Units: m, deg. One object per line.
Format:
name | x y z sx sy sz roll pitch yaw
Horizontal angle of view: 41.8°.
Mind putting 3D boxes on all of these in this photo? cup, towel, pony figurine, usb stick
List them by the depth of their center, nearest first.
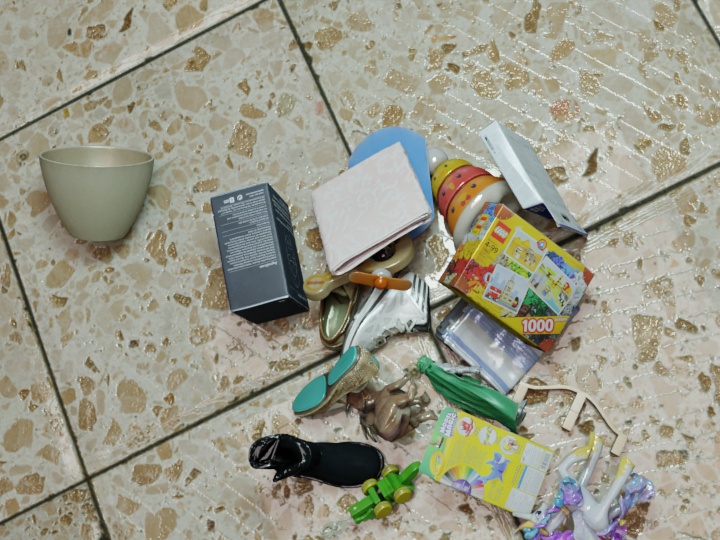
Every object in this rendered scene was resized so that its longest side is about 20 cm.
pony figurine | 0.354 0.376 1.439 0.192 0.167 0.201 40 86 25
towel | 0.014 -0.105 1.556 0.189 0.032 0.202 -29 43 11
towel | 0.250 0.089 1.561 0.147 0.024 0.200 43 87 -1
usb stick | 0.205 0.047 1.590 0.055 0.033 0.201 40 88 14
cup | -0.468 -0.134 1.680 0.196 0.200 0.146 8 106 11

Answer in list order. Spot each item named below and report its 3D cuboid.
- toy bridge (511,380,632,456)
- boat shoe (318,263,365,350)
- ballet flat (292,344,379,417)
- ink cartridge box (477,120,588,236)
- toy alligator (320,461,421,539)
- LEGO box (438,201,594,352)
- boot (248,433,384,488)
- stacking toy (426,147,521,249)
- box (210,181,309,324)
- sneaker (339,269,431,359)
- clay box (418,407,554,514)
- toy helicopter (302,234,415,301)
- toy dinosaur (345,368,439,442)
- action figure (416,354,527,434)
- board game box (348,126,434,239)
toy bridge | 0.347 0.228 1.531 0.198 0.027 0.068 26 84 13
boat shoe | -0.032 0.033 1.613 0.074 0.074 0.204 3 79 10
ballet flat | -0.037 0.196 1.562 0.065 0.200 0.071 27 44 -24
ink cartridge box | 0.281 -0.136 1.531 0.040 0.199 0.202 -35 72 20
toy alligator | 0.025 0.382 1.542 0.199 0.054 0.060 -37 48 1
LEGO box | 0.246 0.011 1.491 0.198 0.077 0.150 33 87 -18
boot | -0.069 0.307 1.515 0.196 0.168 0.078 4 79 10
stacking toy | 0.165 -0.138 1.604 0.146 0.146 0.200 -42 57 -1
box | -0.170 -0.026 1.611 0.105 0.148 0.204 -15 76 7
sneaker | 0.052 0.095 1.585 0.114 0.076 0.203 28 82 16
clay box | 0.195 0.300 1.495 0.197 0.048 0.117 24 86 -8
toy helicopter | 0.000 0.000 1.549 0.198 0.079 0.133 -27 48 -5
toy dinosaur | 0.046 0.235 1.522 0.135 0.200 0.086 -35 105 3
action figure | 0.177 0.192 1.541 0.198 0.119 0.055 27 60 22
board game box | 0.060 -0.146 1.647 0.156 0.039 0.204 -9 85 30
